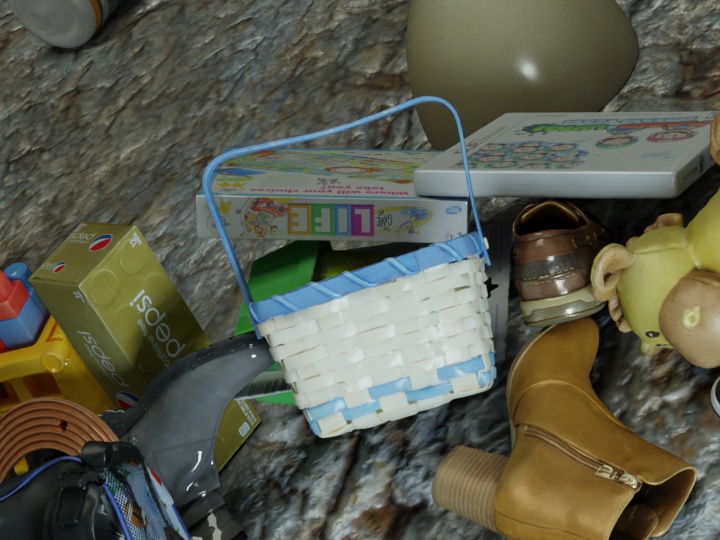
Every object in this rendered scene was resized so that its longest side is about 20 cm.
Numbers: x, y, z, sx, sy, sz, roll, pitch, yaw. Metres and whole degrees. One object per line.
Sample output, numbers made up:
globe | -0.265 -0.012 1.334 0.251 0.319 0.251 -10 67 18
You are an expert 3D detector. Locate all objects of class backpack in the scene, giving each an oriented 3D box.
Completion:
backpack | -0.175 0.218 1.179 0.200 0.191 0.154 -27 -8 21

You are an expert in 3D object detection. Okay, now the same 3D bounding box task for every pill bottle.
pill bottle | -0.309 -0.358 2.231 0.116 0.117 0.200 -2 41 38

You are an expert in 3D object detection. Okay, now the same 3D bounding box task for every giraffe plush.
giraffe plush | 0.234 -0.009 1.249 0.162 0.173 0.200 -39 23 1

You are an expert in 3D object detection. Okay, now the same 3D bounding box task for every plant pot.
plant pot | 0.118 -0.209 1.636 0.200 0.135 0.201 -21 32 14

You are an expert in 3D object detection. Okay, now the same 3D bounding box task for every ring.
ring | -0.210 0.188 1.350 0.200 0.201 0.019 1 1 41

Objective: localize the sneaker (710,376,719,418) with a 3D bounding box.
sneaker | 0.292 0.062 1.153 0.199 0.083 0.072 4 45 44

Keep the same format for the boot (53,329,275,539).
boot | -0.110 0.134 1.351 0.200 0.132 0.070 -35 -12 25

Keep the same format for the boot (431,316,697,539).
boot | 0.152 0.109 1.240 0.144 0.071 0.201 13 42 32

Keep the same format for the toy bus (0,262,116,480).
toy bus | -0.270 0.075 1.516 0.199 0.192 0.136 -14 37 29

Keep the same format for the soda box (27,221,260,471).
soda box | -0.157 0.060 1.428 0.064 0.200 0.068 5 46 45

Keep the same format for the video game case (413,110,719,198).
video game case | 0.165 -0.087 1.431 0.199 0.024 0.182 2 18 27

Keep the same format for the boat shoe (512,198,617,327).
boat shoe | 0.143 -0.019 1.362 0.072 0.068 0.200 -14 11 13

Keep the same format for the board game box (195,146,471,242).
board game box | -0.015 -0.059 1.471 0.199 0.034 0.135 2 19 6

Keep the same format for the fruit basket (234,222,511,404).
fruit basket | 0.014 0.034 1.434 0.199 0.094 0.185 -5 32 9

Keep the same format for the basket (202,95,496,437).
basket | 0.000 0.000 1.281 0.176 0.201 0.139 -14 3 5

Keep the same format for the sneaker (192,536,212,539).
sneaker | -0.083 0.230 1.255 0.200 0.076 0.081 3 55 45
